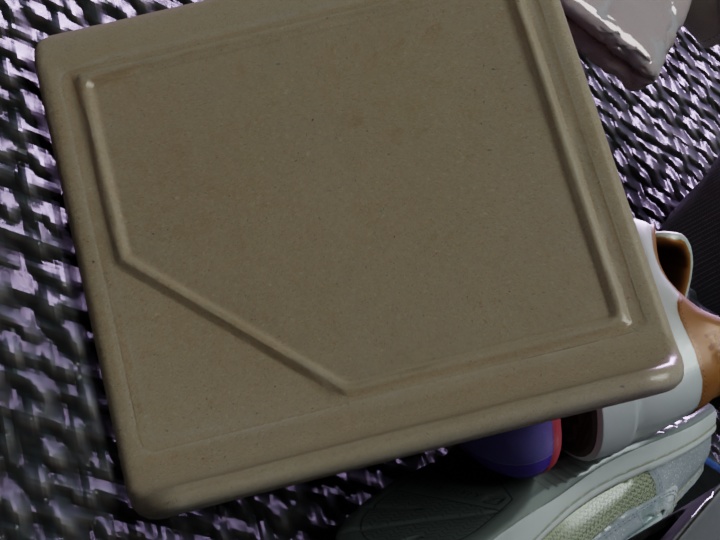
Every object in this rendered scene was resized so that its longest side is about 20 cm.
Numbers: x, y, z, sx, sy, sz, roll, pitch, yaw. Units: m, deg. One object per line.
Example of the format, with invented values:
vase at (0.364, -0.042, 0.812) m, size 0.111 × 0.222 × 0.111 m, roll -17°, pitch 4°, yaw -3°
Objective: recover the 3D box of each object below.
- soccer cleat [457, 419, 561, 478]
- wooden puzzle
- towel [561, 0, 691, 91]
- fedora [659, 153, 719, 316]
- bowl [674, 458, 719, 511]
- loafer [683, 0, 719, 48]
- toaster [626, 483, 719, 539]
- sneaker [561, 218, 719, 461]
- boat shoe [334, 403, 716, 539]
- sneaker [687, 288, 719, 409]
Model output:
soccer cleat at (0.000, 0.000, 0.827) m, size 0.076 × 0.067 × 0.200 m, roll -18°, pitch 59°, yaw -26°
wooden puzzle at (-0.005, -0.019, 0.786) m, size 0.037 × 0.184 × 0.201 m, roll 84°, pitch -8°, yaw -59°
towel at (0.097, -0.207, 1.147) m, size 0.191 × 0.032 × 0.200 m, roll 35°, pitch 50°, yaw -10°
fedora at (0.208, -0.007, 1.142) m, size 0.200 × 0.090 × 0.177 m, roll 11°, pitch 54°, yaw -60°
bowl at (0.140, 0.158, 0.936) m, size 0.200 × 0.039 × 0.201 m, roll 37°, pitch 36°, yaw -32°
loafer at (0.140, -0.187, 1.242) m, size 0.200 × 0.068 × 0.076 m, roll 36°, pitch 24°, yaw -4°
toaster at (0.051, 0.168, 0.659) m, size 0.119 × 0.181 × 0.200 m, roll 55°, pitch 29°, yaw 3°
sneaker at (0.073, 0.003, 0.880) m, size 0.084 × 0.073 × 0.200 m, roll -17°, pitch 36°, yaw -21°
boat shoe at (0.064, 0.093, 0.838) m, size 0.202 × 0.074 × 0.065 m, roll -27°, pitch 119°, yaw -51°
sneaker at (0.113, 0.011, 0.998) m, size 0.199 × 0.076 × 0.115 m, roll 7°, pitch 62°, yaw -47°
